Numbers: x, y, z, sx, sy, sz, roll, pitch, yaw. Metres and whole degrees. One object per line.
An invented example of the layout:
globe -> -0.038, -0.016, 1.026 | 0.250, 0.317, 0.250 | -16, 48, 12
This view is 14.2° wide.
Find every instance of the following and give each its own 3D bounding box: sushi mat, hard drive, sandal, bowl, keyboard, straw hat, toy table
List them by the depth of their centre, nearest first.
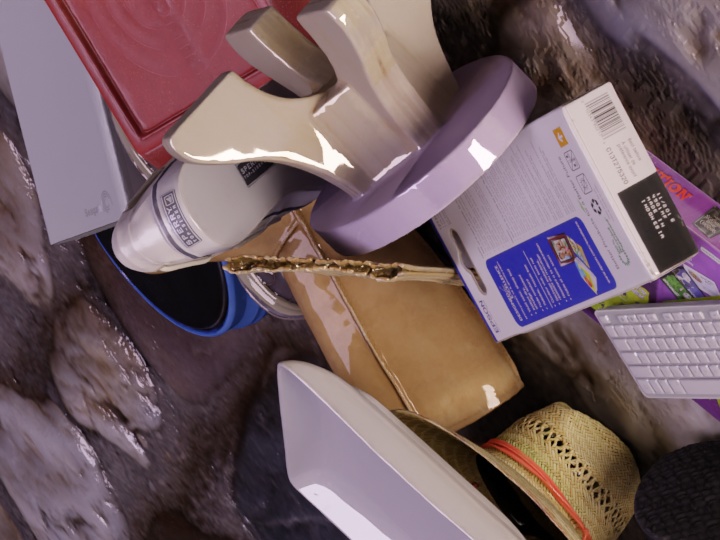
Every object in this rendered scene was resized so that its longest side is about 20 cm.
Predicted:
keyboard -> 0.184, 0.039, 1.415 | 0.200, 0.011, 0.056 | -4, 116, 61
sandal -> 0.216, 0.139, 1.473 | 0.200, 0.075, 0.045 | 18, 146, 49
toy table -> -0.002, -0.091, 1.480 | 0.117, 0.184, 0.200 | 45, 155, -13
sushi mat -> 0.000, 0.000, 1.547 | 0.095, 0.200, 0.012 | 4, 90, 15
straw hat -> 0.110, 0.124, 1.625 | 0.201, 0.085, 0.201 | 42, 163, 16
hard drive -> -0.190, -0.124, 1.858 | 0.132, 0.026, 0.201 | -15, 89, 60
bowl -> -0.132, -0.045, 1.909 | 0.201, 0.039, 0.201 | 42, 151, 29

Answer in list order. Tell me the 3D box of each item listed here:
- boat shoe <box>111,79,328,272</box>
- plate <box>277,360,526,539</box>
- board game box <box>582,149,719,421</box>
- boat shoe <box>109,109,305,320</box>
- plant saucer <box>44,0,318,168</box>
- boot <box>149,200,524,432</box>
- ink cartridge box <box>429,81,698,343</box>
boat shoe -> -0.069, -0.046, 1.564 | 0.066, 0.200, 0.072 | -26, 101, 30
plate -> 0.035, 0.142, 1.643 | 0.199, 0.032, 0.200 | 41, 162, 17
board game box -> 0.179, 0.022, 1.445 | 0.200, 0.032, 0.120 | 41, 154, 30
boat shoe -> -0.073, -0.064, 1.760 | 0.200, 0.074, 0.073 | 48, 141, 6
plant saucer -> -0.112, -0.165, 1.657 | 0.200, 0.037, 0.200 | -26, 98, 44
boot -> -0.027, 0.025, 1.688 | 0.175, 0.066, 0.201 | -29, 94, 23
ink cartridge box -> 0.096, -0.025, 1.465 | 0.095, 0.037, 0.200 | 62, 155, 0
